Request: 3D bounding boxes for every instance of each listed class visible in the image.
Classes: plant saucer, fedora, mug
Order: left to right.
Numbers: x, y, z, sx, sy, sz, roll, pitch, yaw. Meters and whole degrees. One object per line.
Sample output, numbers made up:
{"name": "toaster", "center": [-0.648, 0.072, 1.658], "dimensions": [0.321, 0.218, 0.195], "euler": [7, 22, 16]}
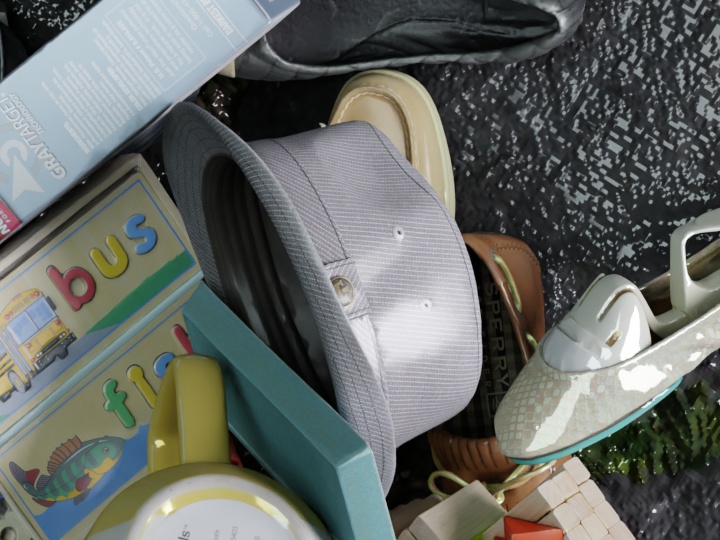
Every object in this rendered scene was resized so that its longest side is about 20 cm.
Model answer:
{"name": "mug", "center": [-0.083, 0.145, 1.222], "dimensions": [0.149, 0.153, 0.187], "euler": [-29, 70, -24]}
{"name": "plant saucer", "center": [-0.034, 0.071, 1.237], "dimensions": [0.019, 0.200, 0.070], "euler": [-23, 118, -16]}
{"name": "fedora", "center": [-0.007, 0.002, 1.257], "dimensions": [0.090, 0.177, 0.200], "euler": [-22, 77, -17]}

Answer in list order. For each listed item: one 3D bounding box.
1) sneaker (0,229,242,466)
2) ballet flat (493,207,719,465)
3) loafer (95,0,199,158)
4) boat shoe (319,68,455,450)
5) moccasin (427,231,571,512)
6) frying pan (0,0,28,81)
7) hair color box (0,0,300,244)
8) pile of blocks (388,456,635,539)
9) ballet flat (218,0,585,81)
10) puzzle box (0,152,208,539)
{"name": "sneaker", "center": [-0.129, 0.060, 1.379], "dimensions": [0.071, 0.098, 0.201], "euler": [-37, 77, 14]}
{"name": "ballet flat", "center": [0.137, 0.015, 1.258], "dimensions": [0.200, 0.067, 0.062], "euler": [-30, 118, -14]}
{"name": "loafer", "center": [-0.085, -0.138, 1.382], "dimensions": [0.073, 0.072, 0.200], "euler": [42, 102, 18]}
{"name": "boat shoe", "center": [0.000, 0.000, 1.348], "dimensions": [0.073, 0.063, 0.201], "euler": [4, 89, 22]}
{"name": "moccasin", "center": [0.066, 0.082, 1.311], "dimensions": [0.073, 0.078, 0.202], "euler": [-2, 87, 21]}
{"name": "frying pan", "center": [-0.198, -0.101, 1.440], "dimensions": [0.190, 0.031, 0.115], "euler": [-103, 28, -44]}
{"name": "hair color box", "center": [-0.128, -0.082, 1.296], "dimensions": [0.200, 0.099, 0.061], "euler": [-38, 94, 12]}
{"name": "pile of blocks", "center": [0.034, 0.142, 1.270], "dimensions": [0.200, 0.062, 0.082], "euler": [-11, 101, 43]}
{"name": "ballet flat", "center": [0.008, -0.126, 1.333], "dimensions": [0.199, 0.057, 0.067], "euler": [-6, 106, 9]}
{"name": "puzzle box", "center": [-0.145, 0.054, 1.309], "dimensions": [0.200, 0.025, 0.133], "euler": [-41, 106, -23]}
